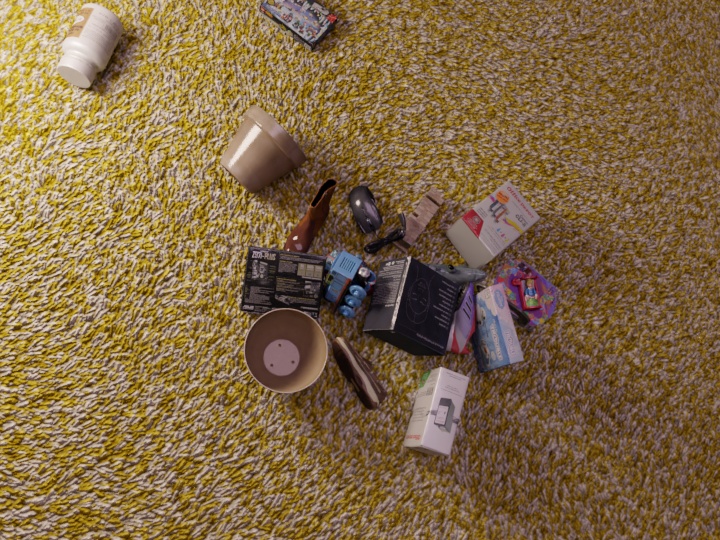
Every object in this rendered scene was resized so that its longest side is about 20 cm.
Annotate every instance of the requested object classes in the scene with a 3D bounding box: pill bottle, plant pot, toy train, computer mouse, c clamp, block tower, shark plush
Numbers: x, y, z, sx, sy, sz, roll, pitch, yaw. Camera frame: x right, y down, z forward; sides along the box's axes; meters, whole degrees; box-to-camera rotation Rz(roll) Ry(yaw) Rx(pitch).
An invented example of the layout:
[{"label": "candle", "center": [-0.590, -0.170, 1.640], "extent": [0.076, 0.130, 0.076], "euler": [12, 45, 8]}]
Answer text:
[{"label": "pill bottle", "center": [-0.725, -0.597, 1.603], "extent": [0.114, 0.114, 0.201], "euler": [18, 71, -7]}, {"label": "plant pot", "center": [-0.190, 0.206, 1.480], "extent": [0.199, 0.134, 0.202], "euler": [4, 73, -13]}, {"label": "toy train", "center": [-0.037, 0.041, 1.533], "extent": [0.114, 0.200, 0.087], "euler": [30, 55, 1]}, {"label": "computer mouse", "center": [0.045, -0.158, 1.655], "extent": [0.140, 0.046, 0.201], "euler": [-21, 76, 15]}, {"label": "plant pot", "center": [-0.271, -0.305, 1.599], "extent": [0.200, 0.200, 0.174], "euler": [43, 86, 2]}, {"label": "c clamp", "center": [0.396, 0.105, 1.653], "extent": [0.200, 0.171, 0.027], "euler": [38, 85, 12]}, {"label": "block tower", "center": [0.165, -0.144, 1.708], "extent": [0.054, 0.058, 0.200], "euler": [37, 71, 0]}, {"label": "shark plush", "center": [0.248, -0.006, 1.671], "extent": [0.199, 0.083, 0.091], "euler": [25, 70, -5]}]

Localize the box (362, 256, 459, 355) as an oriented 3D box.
[{"label": "box", "center": [0.135, 0.097, 1.557], "extent": [0.199, 0.124, 0.198], "euler": [29, 65, -33]}]

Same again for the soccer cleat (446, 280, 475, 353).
[{"label": "soccer cleat", "center": [0.281, 0.128, 1.612], "extent": [0.073, 0.068, 0.201], "euler": [15, 101, 5]}]

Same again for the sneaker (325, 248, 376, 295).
[{"label": "sneaker", "center": [0.000, 0.000, 1.615], "extent": [0.199, 0.079, 0.096], "euler": [22, 68, -6]}]

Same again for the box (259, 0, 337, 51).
[{"label": "box", "center": [-0.187, -0.775, 1.820], "extent": [0.200, 0.040, 0.137], "euler": [36, 68, -1]}]

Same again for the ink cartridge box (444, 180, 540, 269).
[{"label": "ink cartridge box", "center": [0.373, -0.126, 1.704], "extent": [0.200, 0.145, 0.146], "euler": [-37, 84, -21]}]

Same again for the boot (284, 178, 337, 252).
[{"label": "boot", "center": [-0.127, -0.126, 1.557], "extent": [0.068, 0.200, 0.188], "euler": [40, 69, 1]}]

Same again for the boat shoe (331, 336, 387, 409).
[{"label": "boat shoe", "center": [0.001, 0.255, 1.551], "extent": [0.075, 0.075, 0.203], "euler": [-27, 88, -33]}]

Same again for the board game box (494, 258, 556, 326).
[{"label": "board game box", "center": [0.484, 0.060, 1.729], "extent": [0.200, 0.039, 0.158], "euler": [39, 69, 1]}]

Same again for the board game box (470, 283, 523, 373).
[{"label": "board game box", "center": [0.343, 0.158, 1.584], "extent": [0.043, 0.199, 0.201], "euler": [-9, 76, -15]}]

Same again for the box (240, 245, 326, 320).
[{"label": "box", "center": [-0.197, 0.030, 1.530], "extent": [0.199, 0.086, 0.165], "euler": [6, 93, -11]}]

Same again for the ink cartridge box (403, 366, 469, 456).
[{"label": "ink cartridge box", "center": [0.190, 0.359, 1.518], "extent": [0.084, 0.146, 0.201], "euler": [21, 71, -7]}]
